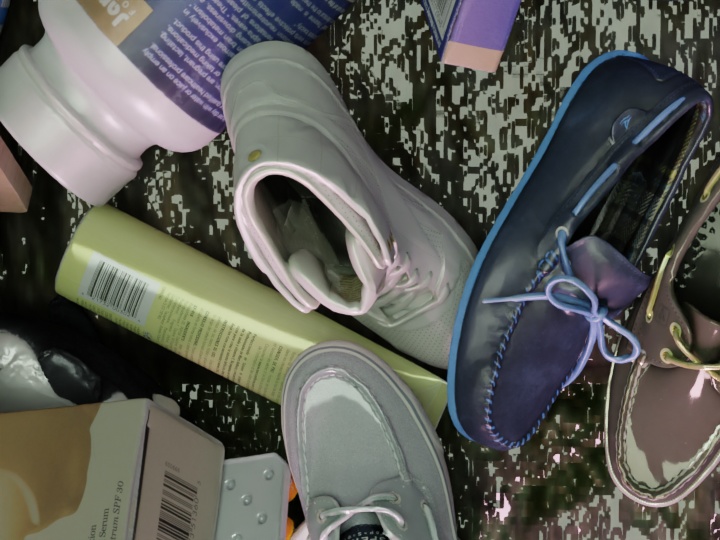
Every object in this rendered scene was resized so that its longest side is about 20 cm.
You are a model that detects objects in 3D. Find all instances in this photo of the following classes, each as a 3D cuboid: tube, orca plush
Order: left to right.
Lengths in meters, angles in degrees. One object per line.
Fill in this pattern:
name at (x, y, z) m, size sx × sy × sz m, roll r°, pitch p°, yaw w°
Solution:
orca plush at (-0.165, 0.046, 1.405) m, size 0.199 × 0.071 × 0.105 m, roll 12°, pitch 140°, yaw 16°
tube at (-0.051, 0.033, 1.381) m, size 0.200 × 0.058 × 0.052 m, roll 27°, pitch 94°, yaw 7°

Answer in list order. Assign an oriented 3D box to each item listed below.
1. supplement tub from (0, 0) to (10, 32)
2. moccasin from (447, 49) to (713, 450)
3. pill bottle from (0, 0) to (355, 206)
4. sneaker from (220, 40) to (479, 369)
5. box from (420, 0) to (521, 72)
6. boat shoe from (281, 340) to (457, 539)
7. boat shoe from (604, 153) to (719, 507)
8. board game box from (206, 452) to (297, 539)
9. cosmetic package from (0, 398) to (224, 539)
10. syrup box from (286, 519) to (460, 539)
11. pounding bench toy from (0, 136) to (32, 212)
supplement tub at (-0.215, -0.194, 1.348) m, size 0.132 × 0.132 × 0.201 m, roll 17°, pitch 96°, yaw 6°
moccasin at (0.102, -0.009, 1.324) m, size 0.068 × 0.080 × 0.201 m, roll 19°, pitch 86°, yaw 39°
pill bottle at (-0.081, -0.128, 1.344) m, size 0.200 × 0.111 × 0.111 m, roll -44°, pitch 88°, yaw 7°
sneaker at (0.000, 0.000, 1.305) m, size 0.074 × 0.116 × 0.200 m, roll -30°, pitch 122°, yaw 18°
box at (0.068, -0.205, 1.283) m, size 0.032 × 0.121 × 0.201 m, roll 9°, pitch 120°, yaw -14°
boat shoe at (0.012, 0.128, 1.288) m, size 0.070 × 0.072 × 0.201 m, roll -18°, pitch 87°, yaw 8°
boat shoe at (0.167, 0.020, 1.347) m, size 0.072 × 0.060 × 0.202 m, roll 23°, pitch 96°, yaw 5°
board game box at (-0.120, 0.195, 1.338) m, size 0.199 × 0.026 × 0.201 m, roll -11°, pitch 62°, yaw 29°
cosmetic package at (-0.169, 0.125, 1.341) m, size 0.199 × 0.071 × 0.106 m, roll -8°, pitch 64°, yaw 29°
syrup box at (-0.038, 0.187, 1.374) m, size 0.079 × 0.081 × 0.200 m, roll 45°, pitch 96°, yaw 3°
pounding bench toy at (-0.278, -0.003, 1.316) m, size 0.199 × 0.124 × 0.156 m, roll 5°, pitch 65°, yaw 14°
